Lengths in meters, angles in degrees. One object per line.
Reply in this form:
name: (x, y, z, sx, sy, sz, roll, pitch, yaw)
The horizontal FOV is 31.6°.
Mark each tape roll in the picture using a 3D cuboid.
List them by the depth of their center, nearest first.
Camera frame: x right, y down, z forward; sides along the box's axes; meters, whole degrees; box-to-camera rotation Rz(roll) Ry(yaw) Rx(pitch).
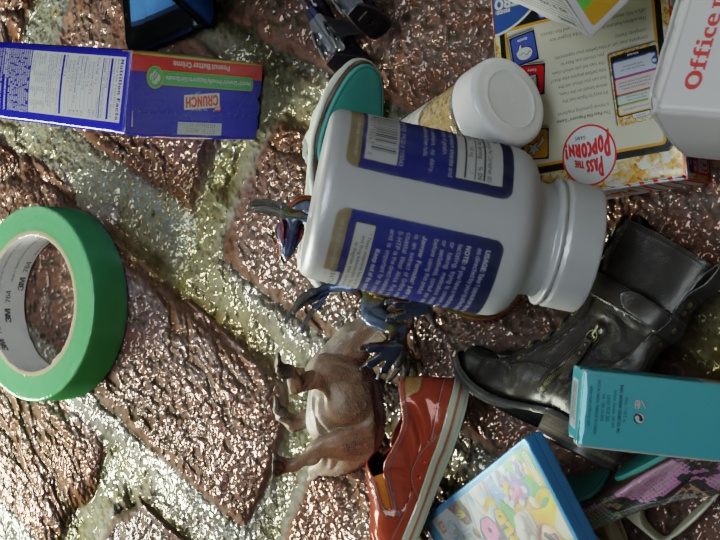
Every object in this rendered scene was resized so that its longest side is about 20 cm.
tape roll: (-0.327, 0.035, 1.336, 0.198, 0.048, 0.204, -2, 86, 38)

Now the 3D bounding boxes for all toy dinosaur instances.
toy dinosaur: (0.000, 0.000, 1.021, 0.182, 0.197, 0.106, -113, 32, -50)
toy dinosaur: (-0.007, 0.112, 1.071, 0.133, 0.086, 0.203, 2, 116, -4)

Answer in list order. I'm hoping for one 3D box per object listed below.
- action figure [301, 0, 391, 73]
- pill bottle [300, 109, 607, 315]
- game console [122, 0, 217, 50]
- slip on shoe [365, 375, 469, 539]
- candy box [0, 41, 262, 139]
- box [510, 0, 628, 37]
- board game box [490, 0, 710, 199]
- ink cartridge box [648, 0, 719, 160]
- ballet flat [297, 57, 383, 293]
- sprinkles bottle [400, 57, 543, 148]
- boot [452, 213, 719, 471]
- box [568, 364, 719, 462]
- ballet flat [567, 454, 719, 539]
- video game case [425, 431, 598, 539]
action figure: (-0.045, -0.269, 1.116, 0.130, 0.069, 0.201, -50, 58, 31)
pill bottle: (0.064, -0.034, 0.892, 0.197, 0.120, 0.121, 12, 98, -5)
game console: (-0.206, -0.329, 1.216, 0.117, 0.171, 0.203, -7, 84, 10)
slip on shoe: (0.031, 0.171, 1.024, 0.060, 0.074, 0.202, 18, 111, 1)
candy box: (-0.219, -0.166, 1.183, 0.198, 0.168, 0.078, 12, 99, 36)
box: (0.174, -0.275, 0.860, 0.200, 0.101, 0.112, -45, 35, -1)
board game box: (0.175, -0.155, 0.954, 0.150, 0.046, 0.203, -7, 84, 37)
ink cartridge box: (0.302, -0.142, 0.810, 0.198, 0.085, 0.147, 12, 77, 36)
ballet flat: (-0.027, -0.083, 1.103, 0.069, 0.069, 0.203, 10, 96, 37)
sprinkles bottle: (0.056, -0.095, 0.994, 0.199, 0.067, 0.069, -29, 71, 53)
boot: (0.168, 0.039, 0.945, 0.199, 0.069, 0.176, 27, 91, 53)
box: (0.236, 0.096, 0.819, 0.197, 0.082, 0.050, 5, 88, 5)
ballet flat: (0.193, 0.170, 0.924, 0.199, 0.069, 0.072, -31, 90, 32)
video game case: (0.118, 0.217, 0.939, 0.144, 0.018, 0.200, 63, 152, 16)
